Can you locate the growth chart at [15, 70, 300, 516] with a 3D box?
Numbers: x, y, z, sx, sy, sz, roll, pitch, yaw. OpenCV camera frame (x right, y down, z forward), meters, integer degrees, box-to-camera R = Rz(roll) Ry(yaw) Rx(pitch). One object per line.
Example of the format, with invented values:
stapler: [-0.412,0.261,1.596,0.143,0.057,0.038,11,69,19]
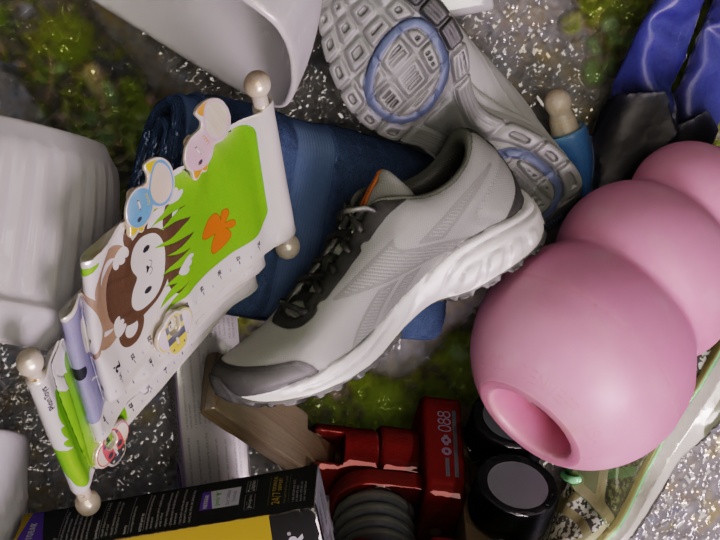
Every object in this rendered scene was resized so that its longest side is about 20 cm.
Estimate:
growth chart: [-0.095,0.008,1.011,0.200,0.018,0.145,-51,150,-22]

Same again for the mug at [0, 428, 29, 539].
mug: [-0.266,0.174,1.070,0.147,0.198,0.177,16,71,-57]

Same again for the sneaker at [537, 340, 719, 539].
sneaker: [0.142,0.096,1.218,0.088,0.077,0.201,39,83,-4]

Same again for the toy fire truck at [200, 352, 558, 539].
toy fire truck: [0.005,0.132,1.121,0.198,0.177,0.129,8,131,-7]

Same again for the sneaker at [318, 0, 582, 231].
sneaker: [0.040,-0.100,1.130,0.074,0.087,0.200,-36,120,12]

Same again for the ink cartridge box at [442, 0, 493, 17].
ink cartridge box: [0.011,-0.233,1.135,0.094,0.037,0.202,-12,105,-11]

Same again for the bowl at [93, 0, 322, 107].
bowl: [-0.099,-0.173,1.022,0.199,0.200,0.075,31,83,1]

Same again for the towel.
towel: [-0.036,-0.026,1.124,0.199,0.048,0.113,12,91,-35]

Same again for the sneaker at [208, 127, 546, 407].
sneaker: [0.000,0.000,1.078,0.199,0.074,0.080,-36,112,-15]

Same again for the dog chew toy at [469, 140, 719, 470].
dog chew toy: [0.148,0.010,1.124,0.125,0.124,0.200,48,67,-17]

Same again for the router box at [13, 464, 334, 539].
router box: [-0.078,0.210,1.055,0.156,0.052,0.202,-10,109,5]

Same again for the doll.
doll: [0.165,-0.081,1.194,0.135,0.048,0.202,16,102,-26]

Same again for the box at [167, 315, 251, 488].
box: [-0.089,0.030,1.153,0.041,0.039,0.202,-8,102,-13]

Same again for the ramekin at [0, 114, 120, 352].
ramekin: [-0.213,-0.026,1.034,0.198,0.200,0.106,10,88,-16]
